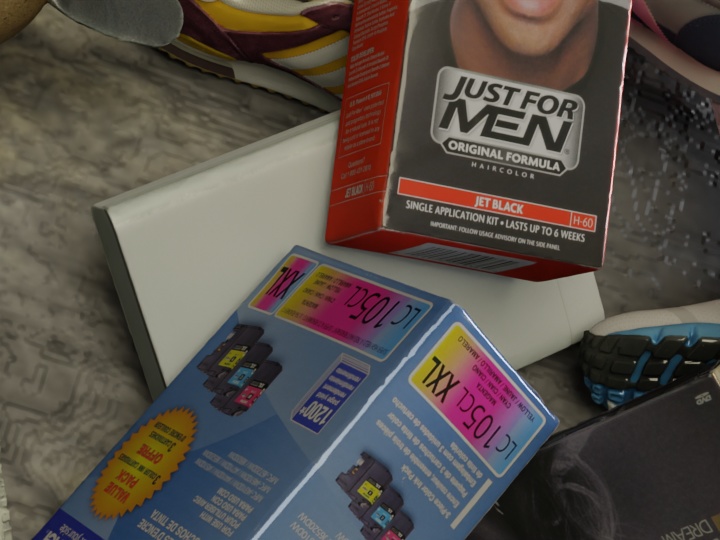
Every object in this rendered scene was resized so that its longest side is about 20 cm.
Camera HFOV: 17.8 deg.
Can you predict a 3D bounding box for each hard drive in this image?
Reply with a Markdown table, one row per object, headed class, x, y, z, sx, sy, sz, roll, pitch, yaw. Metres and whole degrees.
| class | x | y | z | sx | sy | sz | roll | pitch | yaw |
| --- | --- | --- | --- | --- | --- | --- | --- | --- | --- |
| hard drive | 0.000 | 0.000 | 0.963 | 0.200 | 0.026 | 0.132 | -23 | 106 | -22 |

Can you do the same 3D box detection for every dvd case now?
| class | x | y | z | sx | sy | sz | roll | pitch | yaw |
| --- | --- | --- | --- | --- | --- | --- | --- | --- | --- |
| dvd case | 0.131 | 0.142 | 0.845 | 0.016 | 0.149 | 0.200 | -37 | 95 | -45 |

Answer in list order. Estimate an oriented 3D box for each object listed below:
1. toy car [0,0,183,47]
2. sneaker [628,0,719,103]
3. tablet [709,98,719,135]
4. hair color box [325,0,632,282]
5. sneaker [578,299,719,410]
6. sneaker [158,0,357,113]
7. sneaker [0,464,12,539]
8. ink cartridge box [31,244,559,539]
| class | x | y | z | sx | sy | sz | roll | pitch | yaw |
| --- | --- | --- | --- | --- | --- | --- | --- | --- | --- |
| toy car | -0.177 | -0.119 | 0.911 | 0.200 | 0.158 | 0.164 | -14 | 68 | -30 |
| sneaker | 0.118 | -0.147 | 1.004 | 0.200 | 0.082 | 0.070 | 29 | 44 | 22 |
| tablet | 0.217 | -0.085 | 1.059 | 0.130 | 0.014 | 0.200 | 0 | 58 | -16 |
| hair color box | 0.053 | -0.103 | 0.933 | 0.101 | 0.061 | 0.200 | 10 | 81 | -22 |
| sneaker | 0.190 | 0.030 | 1.022 | 0.200 | 0.075 | 0.087 | 3 | 47 | -12 |
| sneaker | 0.004 | -0.109 | 0.986 | 0.200 | 0.090 | 0.075 | 11 | 71 | -13 |
| sneaker | -0.187 | 0.090 | 0.888 | 0.099 | 0.070 | 0.200 | -5 | 72 | -11 |
| ink cartridge box | -0.039 | 0.095 | 0.863 | 0.076 | 0.136 | 0.200 | 45 | 77 | -27 |
